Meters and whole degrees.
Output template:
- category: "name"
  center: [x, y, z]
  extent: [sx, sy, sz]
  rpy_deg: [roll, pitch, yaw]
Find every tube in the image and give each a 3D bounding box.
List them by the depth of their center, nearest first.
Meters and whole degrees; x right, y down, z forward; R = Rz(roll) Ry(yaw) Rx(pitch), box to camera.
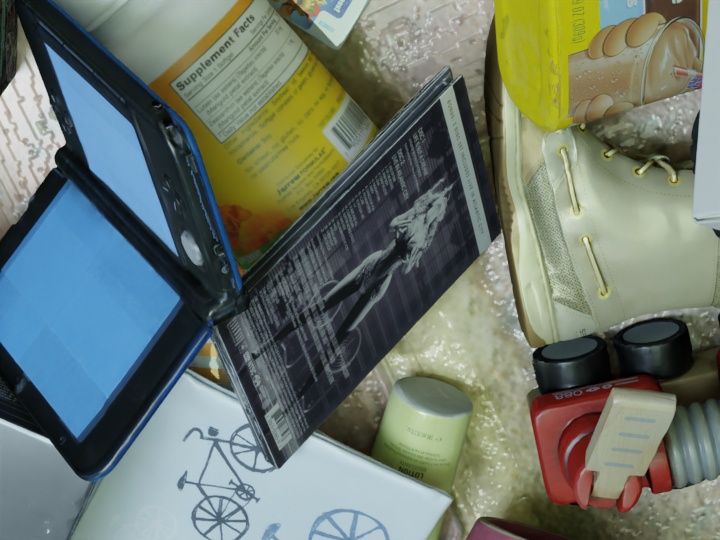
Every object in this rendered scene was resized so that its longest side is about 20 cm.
- category: "tube"
  center: [0.020, 0.164, 1.381]
  extent: [0.052, 0.058, 0.201]
  rpy_deg: [-5, 121, -42]

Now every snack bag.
- category: "snack bag"
  center: [-0.070, 0.155, 1.353]
  extent: [0.199, 0.021, 0.189]
  rpy_deg: [26, 125, -6]

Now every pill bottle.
- category: "pill bottle"
  center: [-0.082, -0.101, 1.267]
  extent: [0.111, 0.111, 0.200]
  rpy_deg: [-39, 103, 11]

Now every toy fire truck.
- category: "toy fire truck"
  center: [0.185, 0.086, 1.276]
  extent: [0.175, 0.200, 0.130]
  rpy_deg: [-11, 107, 4]

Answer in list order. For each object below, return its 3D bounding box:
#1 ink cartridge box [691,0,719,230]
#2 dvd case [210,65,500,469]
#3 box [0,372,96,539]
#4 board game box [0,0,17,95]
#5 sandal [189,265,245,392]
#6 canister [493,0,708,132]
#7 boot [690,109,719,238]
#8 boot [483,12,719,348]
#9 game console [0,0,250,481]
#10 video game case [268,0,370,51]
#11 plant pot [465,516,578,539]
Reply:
- category: "ink cartridge box"
  center: [0.272, -0.078, 1.172]
  extent: [0.199, 0.084, 0.146]
  rpy_deg: [13, 77, -35]
- category: "dvd case"
  center: [0.000, 0.000, 1.254]
  extent: [0.200, 0.016, 0.149]
  rpy_deg: [-46, 147, -19]
- category: "box"
  center: [-0.221, 0.141, 1.304]
  extent: [0.104, 0.182, 0.201]
  rpy_deg: [23, 106, -8]
- category: "board game box"
  center: [-0.276, -0.135, 1.212]
  extent: [0.158, 0.200, 0.098]
  rpy_deg: [4, 107, -1]
- category: "sandal"
  center: [-0.079, 0.087, 1.351]
  extent: [0.079, 0.059, 0.208]
  rpy_deg: [-1, 106, 0]
- category: "canister"
  center: [0.174, -0.166, 1.218]
  extent: [0.199, 0.087, 0.149]
  rpy_deg: [-17, 123, -17]
- category: "boot"
  center: [0.283, -0.037, 1.270]
  extent: [0.162, 0.073, 0.199]
  rpy_deg: [-32, 99, -34]
- category: "boot"
  center: [0.154, -0.063, 1.300]
  extent: [0.154, 0.073, 0.201]
  rpy_deg: [-9, 103, 1]
- category: "game console"
  center: [-0.156, -0.022, 1.181]
  extent: [0.118, 0.200, 0.171]
  rpy_deg: [-30, 129, -17]
- category: "video game case"
  center: [-0.060, -0.236, 1.277]
  extent: [0.199, 0.018, 0.144]
  rpy_deg: [31, 104, -8]
- category: "plant pot"
  center: [0.103, 0.250, 1.341]
  extent: [0.199, 0.200, 0.180]
  rpy_deg: [18, 90, -5]
